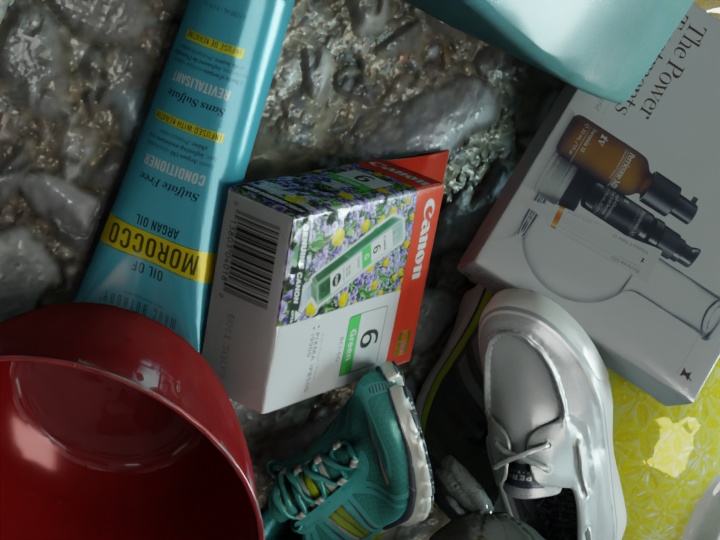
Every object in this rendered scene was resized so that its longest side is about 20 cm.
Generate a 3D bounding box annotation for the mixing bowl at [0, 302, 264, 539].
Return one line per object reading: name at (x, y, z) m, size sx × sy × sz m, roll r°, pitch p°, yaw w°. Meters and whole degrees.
mixing bowl at (-0.138, 0.092, 0.921) m, size 0.199 × 0.109 × 0.201 m, roll 4°, pitch 124°, yaw 6°

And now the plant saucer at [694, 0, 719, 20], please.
plant saucer at (0.232, -0.091, 1.164) m, size 0.199 × 0.035 × 0.202 m, roll -8°, pitch 105°, yaw -31°

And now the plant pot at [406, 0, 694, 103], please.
plant pot at (0.088, -0.184, 0.969) m, size 0.200 × 0.141 × 0.142 m, roll 34°, pitch 90°, yaw -47°

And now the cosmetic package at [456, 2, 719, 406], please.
cosmetic package at (0.171, -0.046, 1.061) m, size 0.150 × 0.052 × 0.201 m, roll 32°, pitch 80°, yaw -7°

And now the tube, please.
tube at (-0.089, -0.053, 0.949) m, size 0.050 × 0.077 × 0.201 m, roll -8°, pitch 118°, yaw -69°

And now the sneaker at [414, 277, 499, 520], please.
sneaker at (0.090, 0.066, 1.120) m, size 0.074 × 0.081 × 0.201 m, roll 3°, pitch 109°, yaw -36°

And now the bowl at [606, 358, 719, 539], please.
bowl at (0.205, 0.119, 1.167) m, size 0.200 × 0.107 × 0.201 m, roll -39°, pitch 151°, yaw -27°

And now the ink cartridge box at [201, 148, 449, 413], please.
ink cartridge box at (0.000, 0.000, 1.006) m, size 0.199 × 0.050 × 0.110 m, roll -15°, pitch 121°, yaw -51°

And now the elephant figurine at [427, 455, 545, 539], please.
elephant figurine at (0.060, 0.243, 1.055) m, size 0.156 × 0.141 × 0.201 m, roll -60°, pitch 174°, yaw -41°

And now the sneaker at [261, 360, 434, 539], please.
sneaker at (-0.011, 0.122, 1.035) m, size 0.079 × 0.078 × 0.200 m, roll -7°, pitch 149°, yaw -22°

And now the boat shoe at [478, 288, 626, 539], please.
boat shoe at (0.102, 0.105, 1.051) m, size 0.069 × 0.072 × 0.201 m, roll -55°, pitch 144°, yaw -45°
